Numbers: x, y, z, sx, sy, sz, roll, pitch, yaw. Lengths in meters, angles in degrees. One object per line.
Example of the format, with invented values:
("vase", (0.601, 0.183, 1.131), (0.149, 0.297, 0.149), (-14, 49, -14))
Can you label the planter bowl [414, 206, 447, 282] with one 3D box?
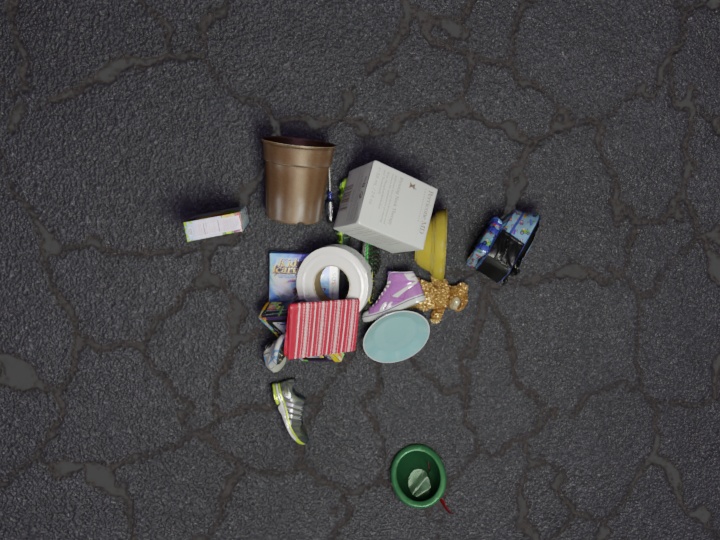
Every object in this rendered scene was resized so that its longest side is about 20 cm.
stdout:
("planter bowl", (0.187, -0.070, 1.627), (0.081, 0.200, 0.206), (3, 99, 6))

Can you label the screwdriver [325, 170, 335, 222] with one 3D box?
("screwdriver", (-0.083, -0.232, 1.645), (0.027, 0.029, 0.206), (-2, 104, -6))

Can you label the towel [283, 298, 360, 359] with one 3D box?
("towel", (-0.096, 0.145, 1.523), (0.195, 0.022, 0.148), (-3, 109, -28))

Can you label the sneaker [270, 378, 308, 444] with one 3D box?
("sneaker", (-0.185, 0.402, 1.721), (0.079, 0.074, 0.204), (-23, 103, -5))

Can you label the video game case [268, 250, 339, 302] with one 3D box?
("video game case", (-0.156, 0.042, 1.678), (0.194, 0.045, 0.187), (1, 98, -6))

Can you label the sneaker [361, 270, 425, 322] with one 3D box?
("sneaker", (0.078, 0.066, 1.688), (0.197, 0.072, 0.117), (-26, 83, 21))

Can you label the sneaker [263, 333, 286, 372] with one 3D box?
("sneaker", (-0.229, 0.216, 1.631), (0.072, 0.201, 0.072), (39, 58, 6))

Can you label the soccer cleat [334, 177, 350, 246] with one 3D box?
("soccer cleat", (-0.026, -0.150, 1.651), (0.079, 0.067, 0.206), (3, 97, -13))

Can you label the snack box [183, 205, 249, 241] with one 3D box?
("snack box", (-0.365, -0.123, 1.549), (0.138, 0.200, 0.054), (-10, 101, -4))

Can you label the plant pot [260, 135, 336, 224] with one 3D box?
("plant pot", (-0.167, -0.233, 1.564), (0.195, 0.201, 0.204), (4, 106, -7))

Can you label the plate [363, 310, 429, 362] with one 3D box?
("plate", (0.100, 0.182, 1.705), (0.195, 0.026, 0.204), (-8, 131, -9))

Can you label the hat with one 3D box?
("hat", (0.181, 0.646, 1.827), (0.162, 0.177, 0.204), (-16, 63, -1))

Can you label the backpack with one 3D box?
("backpack", (0.399, -0.083, 1.654), (0.133, 0.183, 0.203), (31, 81, 7))

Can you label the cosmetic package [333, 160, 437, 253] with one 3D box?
("cosmetic package", (0.063, -0.159, 1.569), (0.196, 0.165, 0.172), (19, 80, -23))

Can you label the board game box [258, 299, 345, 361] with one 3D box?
("board game box", (-0.152, 0.163, 1.611), (0.201, 0.163, 0.057), (51, 51, -32))

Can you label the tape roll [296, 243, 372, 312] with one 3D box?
("tape roll", (-0.067, 0.034, 1.600), (0.197, 0.071, 0.208), (2, 98, 12))

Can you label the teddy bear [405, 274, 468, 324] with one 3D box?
("teddy bear", (0.211, 0.076, 1.711), (0.196, 0.067, 0.148), (24, 98, -8))

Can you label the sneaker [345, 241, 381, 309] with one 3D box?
("sneaker", (0.000, 0.000, 1.671), (0.083, 0.078, 0.205), (10, 84, 29))
